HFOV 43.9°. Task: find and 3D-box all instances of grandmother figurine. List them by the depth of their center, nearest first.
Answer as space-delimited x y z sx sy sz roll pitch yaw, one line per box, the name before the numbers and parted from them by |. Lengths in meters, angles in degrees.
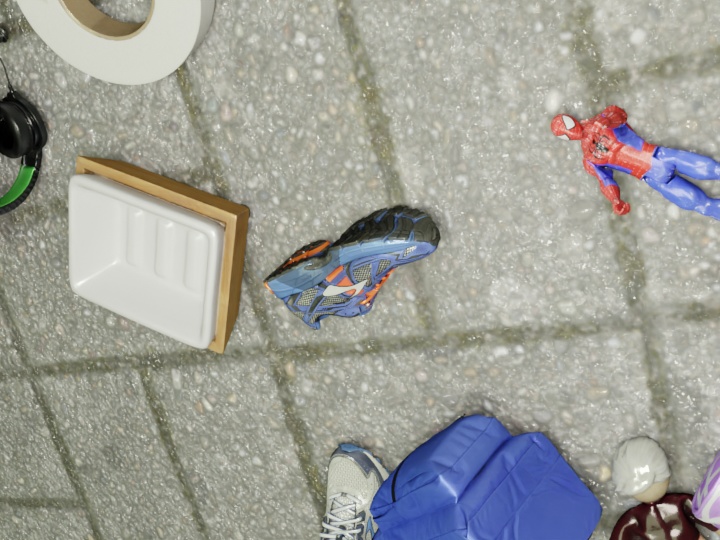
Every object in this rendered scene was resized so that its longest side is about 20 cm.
grandmother figurine | 0.276 0.243 0.797 0.120 0.061 0.201 -23 97 6

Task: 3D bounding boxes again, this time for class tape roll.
tape roll | -0.233 -0.271 0.828 0.201 0.037 0.204 10 130 13

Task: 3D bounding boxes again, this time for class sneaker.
sneaker | 0.000 0.000 0.839 0.199 0.075 0.079 -21 109 42
sneaker | -0.008 0.282 0.950 0.076 0.085 0.202 5 113 27

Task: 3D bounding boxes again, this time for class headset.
headset | -0.406 -0.162 0.961 0.093 0.123 0.202 14 99 28

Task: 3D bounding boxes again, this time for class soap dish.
soap dish | -0.208 -0.022 0.929 0.199 0.081 0.159 21 120 20

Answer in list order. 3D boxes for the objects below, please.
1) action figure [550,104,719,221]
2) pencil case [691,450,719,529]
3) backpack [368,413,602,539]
action figure | 0.226 -0.068 0.664 0.199 0.099 0.066 28 121 18
pencil case | 0.370 0.207 0.714 0.199 0.084 0.086 28 87 13
backpack | 0.096 0.240 0.835 0.168 0.162 0.200 52 138 10
